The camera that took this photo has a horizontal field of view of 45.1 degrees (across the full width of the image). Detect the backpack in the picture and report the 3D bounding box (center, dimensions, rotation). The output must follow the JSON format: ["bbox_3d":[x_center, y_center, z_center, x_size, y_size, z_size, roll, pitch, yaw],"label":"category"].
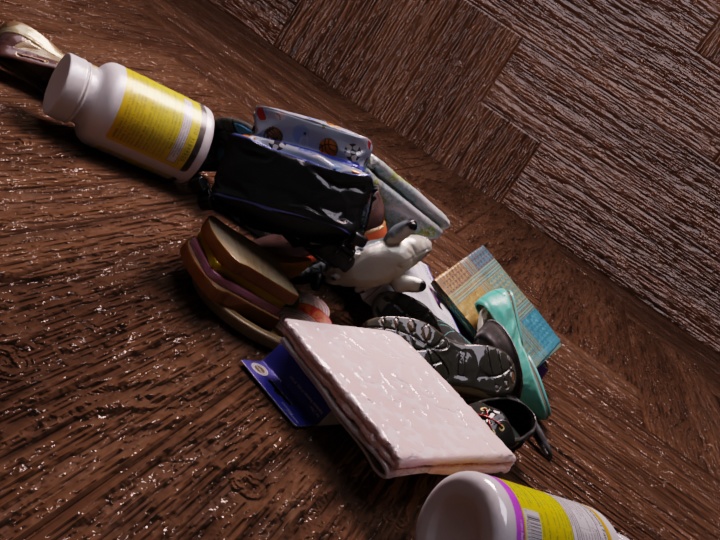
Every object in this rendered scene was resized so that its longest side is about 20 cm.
[{"bbox_3d":[-0.069,-0.094,0.995,0.198,0.155,0.191,22,-9,3],"label":"backpack"}]

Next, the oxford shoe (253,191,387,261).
[{"bbox_3d":[-0.059,-0.060,1.126,0.199,0.073,0.071,-18,29,-27],"label":"oxford shoe"}]

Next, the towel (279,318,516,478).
[{"bbox_3d":[0.035,0.124,0.845,0.190,0.032,0.200,11,28,-47],"label":"towel"}]

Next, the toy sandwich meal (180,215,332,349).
[{"bbox_3d":[-0.105,0.012,0.953,0.204,0.071,0.205,31,16,-10],"label":"toy sandwich meal"}]

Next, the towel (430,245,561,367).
[{"bbox_3d":[0.208,0.067,1.314,0.146,0.022,0.200,-31,79,-43],"label":"towel"}]

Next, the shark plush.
[{"bbox_3d":[0.000,0.000,1.099,0.083,0.198,0.092,-128,-166,-71],"label":"shark plush"}]

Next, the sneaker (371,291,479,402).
[{"bbox_3d":[0.092,0.099,1.122,0.200,0.076,0.079,40,4,-7],"label":"sneaker"}]

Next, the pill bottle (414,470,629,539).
[{"bbox_3d":[0.147,0.238,0.721,0.199,0.105,0.104,24,18,-32],"label":"pill bottle"}]

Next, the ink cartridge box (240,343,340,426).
[{"bbox_3d":[-0.024,0.114,0.885,0.095,0.037,0.199,44,20,31],"label":"ink cartridge box"}]

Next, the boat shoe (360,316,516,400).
[{"bbox_3d":[0.086,0.116,1.039,0.198,0.074,0.076,20,62,-13],"label":"boat shoe"}]

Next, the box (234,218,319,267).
[{"bbox_3d":[-0.105,-0.073,1.254,0.199,0.046,0.159,35,16,3],"label":"box"}]

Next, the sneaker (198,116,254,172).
[{"bbox_3d":[-0.176,-0.176,1.204,0.081,0.074,0.199,-12,12,-37],"label":"sneaker"}]

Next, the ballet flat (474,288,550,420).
[{"bbox_3d":[0.206,0.123,1.228,0.067,0.070,0.202,87,-11,-66],"label":"ballet flat"}]

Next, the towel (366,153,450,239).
[{"bbox_3d":[0.014,-0.112,1.248,0.199,0.048,0.171,35,-16,-31],"label":"towel"}]

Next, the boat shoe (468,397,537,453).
[{"bbox_3d":[0.132,0.176,0.960,0.074,0.063,0.201,47,22,28],"label":"boat shoe"}]

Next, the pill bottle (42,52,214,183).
[{"bbox_3d":[-0.299,-0.199,1.122,0.199,0.112,0.111,22,19,-36],"label":"pill bottle"}]

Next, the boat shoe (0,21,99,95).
[{"bbox_3d":[-0.406,-0.252,1.181,0.199,0.072,0.073,35,42,-38],"label":"boat shoe"}]

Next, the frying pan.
[{"bbox_3d":[0.191,0.160,1.153,0.031,0.192,0.115,-13,-8,-17],"label":"frying pan"}]

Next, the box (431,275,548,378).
[{"bbox_3d":[0.200,0.093,1.380,0.199,0.039,0.137,32,16,-7],"label":"box"}]

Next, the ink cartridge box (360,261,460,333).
[{"bbox_3d":[0.053,0.017,1.237,0.200,0.041,0.200,37,20,-36],"label":"ink cartridge box"}]
